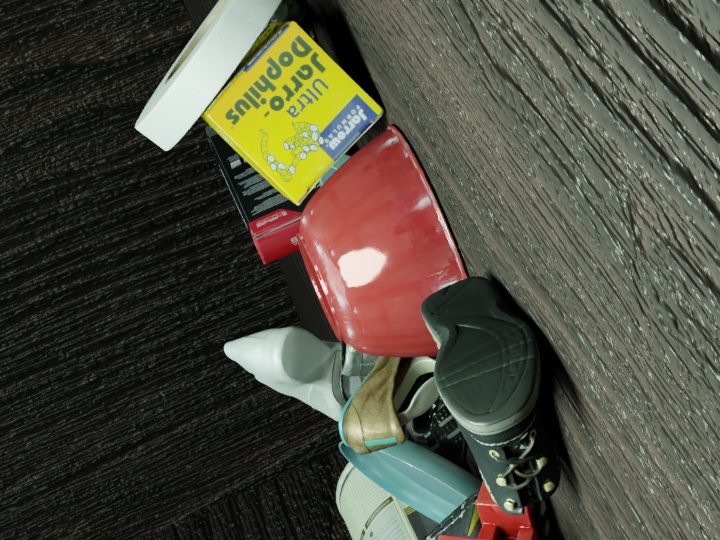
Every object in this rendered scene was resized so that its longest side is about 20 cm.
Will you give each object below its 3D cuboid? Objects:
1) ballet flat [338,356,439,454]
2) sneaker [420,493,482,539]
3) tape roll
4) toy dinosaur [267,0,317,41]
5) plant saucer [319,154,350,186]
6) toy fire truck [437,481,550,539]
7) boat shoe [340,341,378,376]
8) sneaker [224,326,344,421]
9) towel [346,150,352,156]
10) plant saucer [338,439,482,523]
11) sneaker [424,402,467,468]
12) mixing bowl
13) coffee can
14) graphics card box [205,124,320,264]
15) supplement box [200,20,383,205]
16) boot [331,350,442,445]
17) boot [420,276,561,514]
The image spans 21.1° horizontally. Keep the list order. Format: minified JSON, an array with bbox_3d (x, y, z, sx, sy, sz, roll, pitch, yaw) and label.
[{"bbox_3d":[0.047,0.079,1.669,0.201,0.072,0.068,-62,-38,-42],"label":"ballet flat"},{"bbox_3d":[0.100,0.246,1.657,0.081,0.074,0.200,48,179,12],"label":"sneaker"},{"bbox_3d":[-0.125,-0.194,1.676,0.037,0.203,0.203,36,-179,-11],"label":"tape roll"},{"bbox_3d":[-0.071,-0.233,1.871,0.200,0.047,0.089,-121,24,-62],"label":"toy dinosaur"},{"bbox_3d":[-0.002,-0.039,1.935,0.070,0.019,0.201,23,145,35],"label":"plant saucer"},{"bbox_3d":[0.113,0.247,1.542,0.142,0.048,0.201,-68,-29,-41],"label":"toy fire truck"},{"bbox_3d":[0.000,0.000,1.770,0.071,0.063,0.202,107,159,-65],"label":"boat shoe"},{"bbox_3d":[-0.059,0.100,1.927,0.200,0.088,0.076,36,-120,-52],"label":"sneaker"},{"bbox_3d":[-0.047,-0.164,1.971,0.201,0.034,0.133,-119,7,-46],"label":"towel"},{"bbox_3d":[0.071,0.203,1.808,0.199,0.028,0.200,28,165,8],"label":"plant saucer"},{"bbox_3d":[0.066,0.129,1.924,0.080,0.073,0.201,51,-165,-51],"label":"sneaker"},{"bbox_3d":[0.014,-0.006,1.584,0.200,0.108,0.202,156,90,-85],"label":"mixing bowl"},{"bbox_3d":[0.070,0.285,2.015,0.201,0.145,0.147,-118,8,-50],"label":"coffee can"},{"bbox_3d":[-0.080,-0.104,2.054,0.201,0.125,0.051,-118,7,-45],"label":"graphics card box"},{"bbox_3d":[-0.067,-0.140,1.672,0.109,0.109,0.200,43,179,-11],"label":"supplement box"},{"bbox_3d":[0.037,0.056,1.829,0.174,0.069,0.202,-176,88,-65],"label":"boot"},{"bbox_3d":[0.103,0.106,1.332,0.204,0.073,0.155,-108,-4,-67],"label":"boot"}]
